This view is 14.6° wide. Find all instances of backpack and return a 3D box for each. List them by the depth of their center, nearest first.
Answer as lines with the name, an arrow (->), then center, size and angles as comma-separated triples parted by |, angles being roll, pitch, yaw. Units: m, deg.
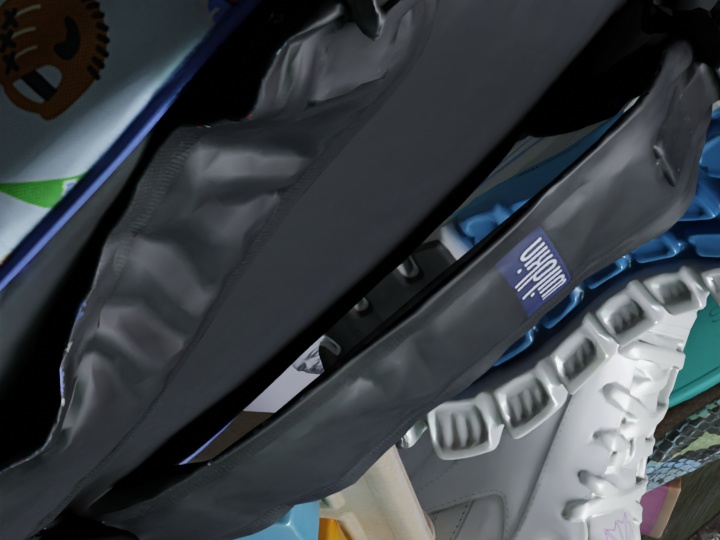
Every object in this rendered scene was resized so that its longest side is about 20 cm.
backpack -> -0.052, -0.030, 0.520 | 0.191, 0.154, 0.200 | -53, 158, 13

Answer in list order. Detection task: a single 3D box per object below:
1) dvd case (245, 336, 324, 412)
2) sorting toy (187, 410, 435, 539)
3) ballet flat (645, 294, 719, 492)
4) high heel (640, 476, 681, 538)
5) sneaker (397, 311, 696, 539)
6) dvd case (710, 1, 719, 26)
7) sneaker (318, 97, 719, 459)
dvd case -> 0.000, 0.000, 0.824 | 0.150, 0.025, 0.200 | -44, 150, 7
sorting toy -> -0.078, 0.062, 0.744 | 0.185, 0.037, 0.200 | 3, 170, 6
ballet flat -> 0.090, 0.050, 0.910 | 0.200, 0.074, 0.074 | -26, 175, 28
high heel -> 0.077, 0.019, 0.969 | 0.067, 0.096, 0.200 | -81, -179, -52
sneaker -> 0.067, 0.050, 0.846 | 0.075, 0.100, 0.200 | 10, 122, -53
dvd case -> 0.137, -0.081, 0.750 | 0.018, 0.200, 0.143 | 37, 91, -33
sneaker -> 0.080, -0.027, 0.698 | 0.200, 0.075, 0.087 | -23, -158, 30
